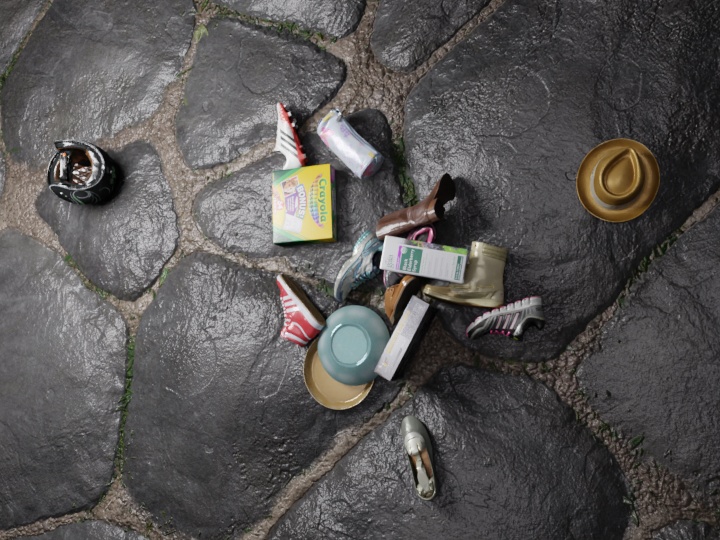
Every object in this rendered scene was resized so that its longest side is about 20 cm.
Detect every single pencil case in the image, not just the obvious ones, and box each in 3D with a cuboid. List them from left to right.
[{"bbox_3d":[-0.026,-0.336,1.558,0.201,0.083,0.091,49,119,16],"label":"pencil case"}]

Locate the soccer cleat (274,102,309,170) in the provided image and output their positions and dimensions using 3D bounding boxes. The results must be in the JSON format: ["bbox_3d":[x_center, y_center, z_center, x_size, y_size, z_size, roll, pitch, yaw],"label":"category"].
[{"bbox_3d":[-0.209,-0.371,1.627,0.084,0.069,0.204,-22,82,8],"label":"soccer cleat"}]

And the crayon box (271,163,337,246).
[{"bbox_3d":[-0.152,-0.176,1.586,0.169,0.058,0.205,-5,81,16],"label":"crayon box"}]

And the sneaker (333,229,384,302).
[{"bbox_3d":[0.000,0.000,1.510,0.085,0.078,0.203,29,91,14],"label":"sneaker"}]

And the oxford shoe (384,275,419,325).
[{"bbox_3d":[0.090,0.061,1.420,0.070,0.201,0.072,-27,68,-25],"label":"oxford shoe"}]

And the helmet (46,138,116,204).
[{"bbox_3d":[-0.832,-0.289,1.734,0.196,0.190,0.205,2,84,-19],"label":"helmet"}]

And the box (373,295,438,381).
[{"bbox_3d":[0.114,0.165,1.411,0.048,0.158,0.203,27,91,18],"label":"box"}]

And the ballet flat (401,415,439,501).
[{"bbox_3d":[0.144,0.453,1.412,0.066,0.064,0.204,-19,78,13],"label":"ballet flat"}]

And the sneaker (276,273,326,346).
[{"bbox_3d":[-0.185,0.110,1.552,0.113,0.071,0.201,-49,61,16],"label":"sneaker"}]

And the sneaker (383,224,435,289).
[{"bbox_3d":[0.124,-0.034,1.461,0.078,0.095,0.202,31,93,-7],"label":"sneaker"}]

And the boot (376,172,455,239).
[{"bbox_3d":[0.137,-0.161,1.496,0.198,0.187,0.065,-21,115,40],"label":"boot"}]

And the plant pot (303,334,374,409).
[{"bbox_3d":[-0.054,0.256,1.516,0.196,0.027,0.205,-2,82,15],"label":"plant pot"}]

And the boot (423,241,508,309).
[{"bbox_3d":[0.259,0.007,1.433,0.196,0.073,0.159,7,85,15],"label":"boot"}]

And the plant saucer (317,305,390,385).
[{"bbox_3d":[-0.022,0.190,1.482,0.196,0.039,0.206,-2,82,15],"label":"plant saucer"}]

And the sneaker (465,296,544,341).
[{"bbox_3d":[0.350,0.134,1.389,0.196,0.074,0.089,-22,71,7],"label":"sneaker"}]

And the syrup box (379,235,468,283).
[{"bbox_3d":[0.148,-0.025,1.371,0.195,0.081,0.081,10,91,5],"label":"syrup box"}]

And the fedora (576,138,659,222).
[{"bbox_3d":[0.602,-0.218,1.357,0.196,0.082,0.206,-2,82,15],"label":"fedora"}]
